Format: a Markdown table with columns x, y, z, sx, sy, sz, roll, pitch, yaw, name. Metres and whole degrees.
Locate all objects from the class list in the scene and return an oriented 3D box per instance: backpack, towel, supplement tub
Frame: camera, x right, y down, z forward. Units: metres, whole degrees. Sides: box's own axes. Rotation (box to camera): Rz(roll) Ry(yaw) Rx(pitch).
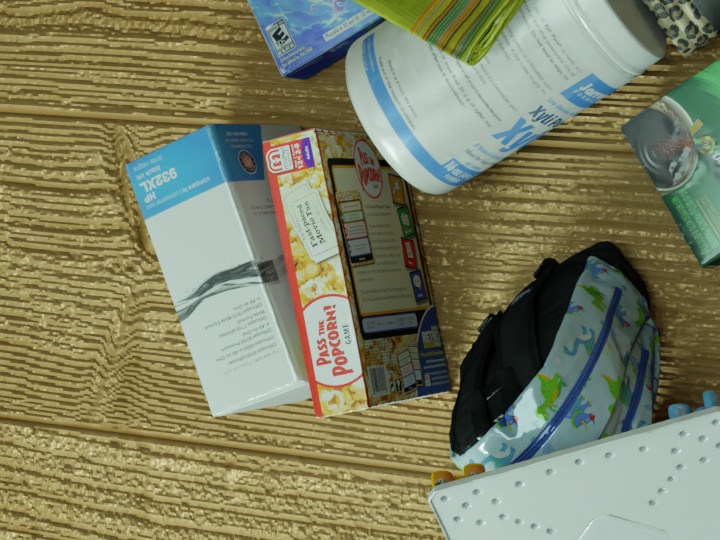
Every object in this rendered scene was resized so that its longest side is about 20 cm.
| x | y | z | sx | sy | sz | roll | pitch | yaw | name |
| --- | --- | --- | --- | --- | --- | --- | --- | --- | --- |
| 0.133 | 0.087 | 1.592 | 0.163 | 0.200 | 0.154 | -43 | 85 | 19 | backpack |
| 0.044 | -0.209 | 1.614 | 0.086 | 0.018 | 0.200 | -53 | 41 | -1 | towel |
| 0.101 | -0.155 | 1.636 | 0.200 | 0.132 | 0.132 | -31 | 79 | 24 | supplement tub |

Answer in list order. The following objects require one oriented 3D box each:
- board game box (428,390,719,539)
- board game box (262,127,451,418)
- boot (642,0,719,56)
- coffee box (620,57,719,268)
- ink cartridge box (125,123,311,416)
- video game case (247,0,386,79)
| x | y | z | sx | sy | sz | roll | pitch | yaw | name |
| --- | --- | --- | --- | --- | --- | --- | --- | --- | --- |
| 0.167 | 0.176 | 1.521 | 0.199 | 0.200 | 0.026 | -17 | 40 | 10 | board game box |
| 0.000 | 0.000 | 1.678 | 0.046 | 0.151 | 0.201 | -13 | 86 | 24 | board game box |
| 0.243 | -0.262 | 1.601 | 0.150 | 0.073 | 0.200 | -34 | 79 | 24 | boot |
| 0.292 | -0.104 | 1.596 | 0.200 | 0.044 | 0.123 | -33 | 77 | 22 | coffee box |
| -0.076 | -0.002 | 1.716 | 0.084 | 0.145 | 0.201 | -23 | 82 | 24 | ink cartridge box |
| -0.010 | -0.270 | 1.732 | 0.200 | 0.045 | 0.182 | -29 | 79 | 23 | video game case |
